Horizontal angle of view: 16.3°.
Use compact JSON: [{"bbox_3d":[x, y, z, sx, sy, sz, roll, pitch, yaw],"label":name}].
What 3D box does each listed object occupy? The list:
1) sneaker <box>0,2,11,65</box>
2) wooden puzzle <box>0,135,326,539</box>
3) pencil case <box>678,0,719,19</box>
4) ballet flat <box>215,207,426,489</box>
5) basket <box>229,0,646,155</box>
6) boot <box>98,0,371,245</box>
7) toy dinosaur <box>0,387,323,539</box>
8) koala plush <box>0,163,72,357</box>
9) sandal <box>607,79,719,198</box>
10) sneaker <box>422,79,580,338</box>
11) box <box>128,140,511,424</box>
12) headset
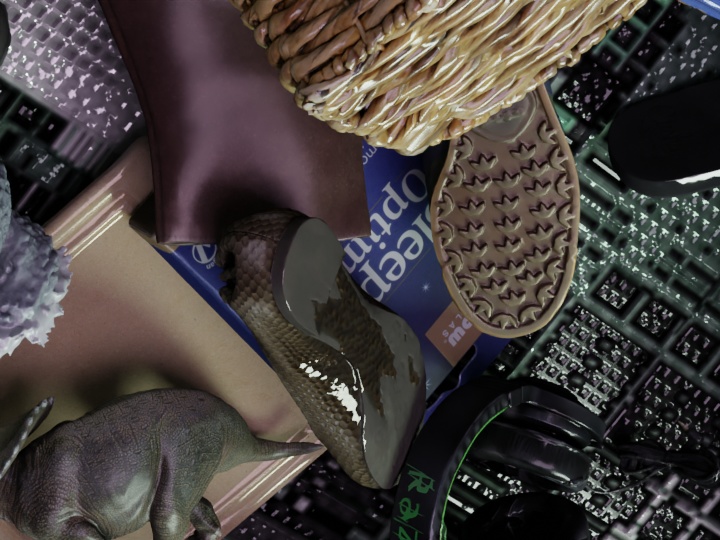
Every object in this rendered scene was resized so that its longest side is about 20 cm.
[{"bbox_3d":[-0.222,-0.124,0.980,0.200,0.079,0.074,32,99,-32],"label":"sneaker"},{"bbox_3d":[-0.116,0.061,1.143,0.200,0.037,0.185,-43,122,-3],"label":"wooden puzzle"},{"bbox_3d":[0.147,-0.155,1.110,0.200,0.078,0.087,22,84,-29],"label":"pencil case"},{"bbox_3d":[-0.017,0.034,1.072,0.200,0.046,0.068,57,47,-56],"label":"ballet flat"},{"bbox_3d":[0.041,-0.162,0.962,0.200,0.149,0.143,-39,159,17],"label":"basket"},{"bbox_3d":[-0.077,-0.094,1.024,0.200,0.072,0.167,3,89,-27],"label":"boot"},{"bbox_3d":[-0.100,0.090,1.097,0.200,0.077,0.103,-6,121,-19],"label":"toy dinosaur"},{"bbox_3d":[-0.221,0.002,0.989,0.200,0.184,0.178,-31,123,-11],"label":"koala plush"},{"bbox_3d":[0.212,-0.083,1.173,0.200,0.075,0.045,-15,135,-11],"label":"sandal"},{"bbox_3d":[0.055,-0.078,1.105,0.067,0.090,0.201,-10,117,6],"label":"sneaker"},{"bbox_3d":[0.000,0.000,1.141,0.121,0.032,0.200,-50,124,-11],"label":"box"},{"bbox_3d":[0.092,0.109,1.187,0.200,0.094,0.124,-14,111,-53],"label":"headset"}]
